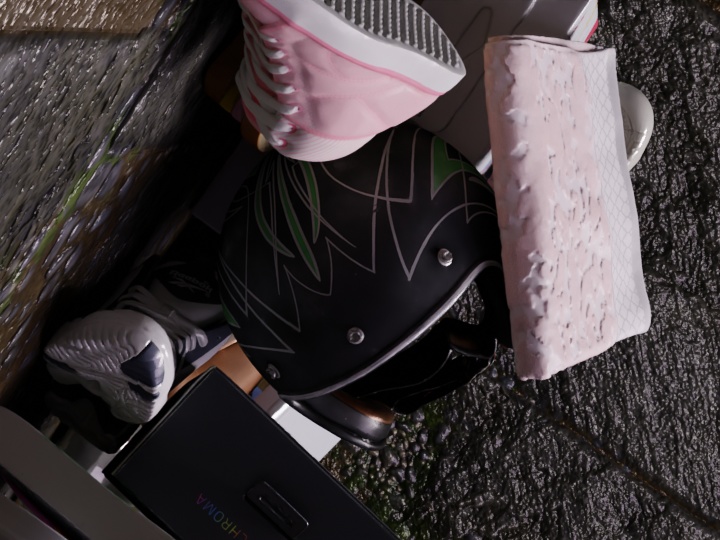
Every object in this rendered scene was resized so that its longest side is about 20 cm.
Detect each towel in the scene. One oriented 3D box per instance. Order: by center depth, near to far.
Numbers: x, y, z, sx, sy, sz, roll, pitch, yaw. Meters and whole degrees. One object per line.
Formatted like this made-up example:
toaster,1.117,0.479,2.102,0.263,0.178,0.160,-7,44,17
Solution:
towel,0.128,-0.044,1.335,0.191,0.032,0.201,-12,95,-64

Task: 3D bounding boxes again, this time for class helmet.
helmet,0.005,0.001,1.328,0.200,0.200,0.191,-55,136,-5

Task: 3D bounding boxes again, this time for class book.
book,-0.173,0.152,1.348,0.048,0.134,0.200,-50,174,-12

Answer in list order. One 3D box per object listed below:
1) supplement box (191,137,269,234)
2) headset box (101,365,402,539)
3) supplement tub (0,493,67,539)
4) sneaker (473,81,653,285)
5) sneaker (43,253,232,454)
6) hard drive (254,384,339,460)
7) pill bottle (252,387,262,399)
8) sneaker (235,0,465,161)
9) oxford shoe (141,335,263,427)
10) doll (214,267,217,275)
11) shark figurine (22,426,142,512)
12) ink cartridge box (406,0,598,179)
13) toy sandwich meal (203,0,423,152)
supplement box,-0.042,-0.074,1.512,0.109,0.061,0.200,-55,174,10
headset box,-0.067,0.152,1.355,0.093,0.174,0.200,-47,-178,-9
supplement tub,-0.235,0.240,1.268,0.200,0.145,0.145,-54,175,-13
sneaker,0.148,-0.074,1.520,0.111,0.077,0.200,-34,168,-51
sneaker,-0.125,0.031,1.326,0.130,0.079,0.199,-55,175,-22
hard drive,-0.062,0.126,1.584,0.200,0.026,0.132,-44,157,-27
pill bottle,-0.159,0.160,1.629,0.200,0.112,0.112,-56,175,9
sneaker,-0.035,-0.110,1.107,0.105,0.075,0.200,-35,152,20
oxford shoe,-0.100,0.074,1.544,0.071,0.072,0.200,-9,-173,35
doll,-0.091,0.012,1.524,0.136,0.049,0.200,-22,-177,14
shark figurine,-0.189,0.160,1.516,0.215,0.089,0.128,-58,173,6
ink cartridge box,0.067,-0.162,1.488,0.145,0.144,0.200,-55,175,3
toy sandwich meal,-0.012,-0.160,1.260,0.205,0.070,0.205,-58,176,-7
